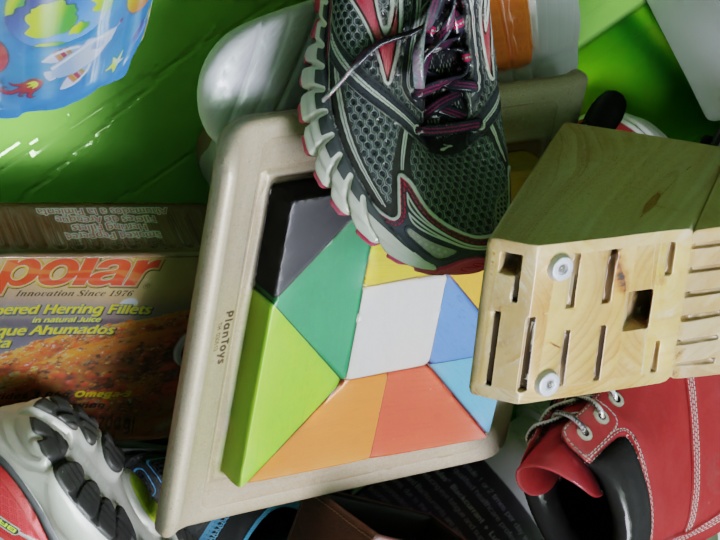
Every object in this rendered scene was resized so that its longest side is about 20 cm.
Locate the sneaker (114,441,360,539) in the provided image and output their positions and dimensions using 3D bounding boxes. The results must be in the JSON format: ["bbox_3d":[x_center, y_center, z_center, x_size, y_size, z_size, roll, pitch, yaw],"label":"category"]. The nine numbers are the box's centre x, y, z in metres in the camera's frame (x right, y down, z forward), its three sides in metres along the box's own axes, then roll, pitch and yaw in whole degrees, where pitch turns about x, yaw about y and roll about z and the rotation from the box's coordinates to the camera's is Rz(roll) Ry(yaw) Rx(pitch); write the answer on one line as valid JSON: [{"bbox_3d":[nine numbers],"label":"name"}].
[{"bbox_3d":[-0.092,0.114,1.245,0.200,0.082,0.073,-18,133,-27],"label":"sneaker"}]

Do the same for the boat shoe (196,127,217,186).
[{"bbox_3d":[0.000,0.000,1.240,0.071,0.069,0.200,-45,138,-1],"label":"boat shoe"}]

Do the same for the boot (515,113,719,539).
[{"bbox_3d":[0.106,0.031,1.267,0.144,0.072,0.200,-13,87,-52],"label":"boot"}]

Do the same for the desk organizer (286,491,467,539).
[{"bbox_3d":[0.058,0.159,1.259,0.200,0.072,0.077,17,97,-31],"label":"desk organizer"}]

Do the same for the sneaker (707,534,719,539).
[{"bbox_3d":[0.183,0.062,1.451,0.089,0.077,0.200,-30,143,-36],"label":"sneaker"}]

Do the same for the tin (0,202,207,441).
[{"bbox_3d":[-0.118,0.021,1.158,0.200,0.042,0.112,0,139,-31],"label":"tin"}]

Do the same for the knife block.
[{"bbox_3d":[0.092,-0.018,1.143,0.200,0.176,0.064,-7,114,-31],"label":"knife block"}]

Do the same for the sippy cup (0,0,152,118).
[{"bbox_3d":[-0.122,-0.130,1.004,0.177,0.140,0.130,7,138,1],"label":"sippy cup"}]

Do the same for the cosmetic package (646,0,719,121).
[{"bbox_3d":[0.239,-0.146,1.286,0.200,0.101,0.071,-32,100,-17],"label":"cosmetic package"}]

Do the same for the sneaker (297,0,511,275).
[{"bbox_3d":[0.018,-0.096,1.092,0.081,0.075,0.200,-9,82,-37],"label":"sneaker"}]

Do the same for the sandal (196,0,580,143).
[{"bbox_3d":[0.005,-0.094,1.179,0.206,0.059,0.079,-11,111,-39],"label":"sandal"}]

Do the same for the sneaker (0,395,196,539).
[{"bbox_3d":[-0.112,0.135,1.188,0.085,0.077,0.200,-21,118,19],"label":"sneaker"}]

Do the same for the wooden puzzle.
[{"bbox_3d":[0.010,0.015,1.175,0.200,0.037,0.185,-13,125,-39],"label":"wooden puzzle"}]

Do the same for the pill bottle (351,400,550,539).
[{"bbox_3d":[0.042,0.138,1.350,0.200,0.111,0.112,-36,138,-11],"label":"pill bottle"}]
